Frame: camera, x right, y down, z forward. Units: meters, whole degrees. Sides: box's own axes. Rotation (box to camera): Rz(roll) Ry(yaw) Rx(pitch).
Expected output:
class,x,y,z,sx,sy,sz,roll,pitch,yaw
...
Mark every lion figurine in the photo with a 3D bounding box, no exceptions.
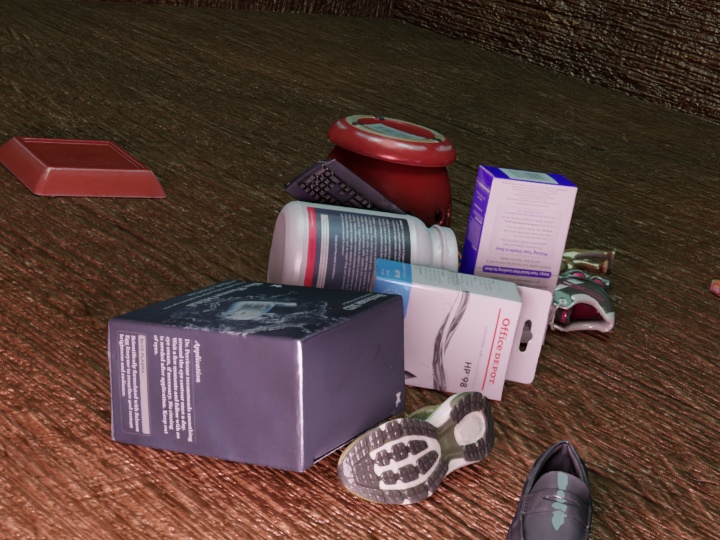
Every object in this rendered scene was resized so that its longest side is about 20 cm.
class,x,y,z,sx,sy,sz,roll,pitch,yaw
lion figurine,0.283,-0.001,1.945,0.122,0.073,0.200,7,2,15

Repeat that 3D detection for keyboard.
class,x,y,z,sx,sy,sz,roll,pitch,yaw
keyboard,-0.015,-0.052,1.678,0.200,0.127,0.021,36,38,-33

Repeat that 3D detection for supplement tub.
class,x,y,z,sx,sy,sz,roll,pitch,yaw
supplement tub,0.000,0.000,1.619,0.198,0.141,0.140,7,18,-12

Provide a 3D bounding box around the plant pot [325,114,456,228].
class,x,y,z,sx,sy,sz,roll,pitch,yaw
plant pot,0.034,-0.107,1.916,0.199,0.184,0.201,11,15,-3

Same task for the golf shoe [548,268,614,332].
class,x,y,z,sx,sy,sz,roll,pitch,yaw
golf shoe,0.227,0.032,1.774,0.198,0.078,0.088,6,25,-13

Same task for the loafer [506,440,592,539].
class,x,y,z,sx,sy,sz,roll,pitch,yaw
loafer,0.161,0.204,1.190,0.068,0.071,0.201,12,17,6

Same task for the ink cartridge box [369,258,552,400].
class,x,y,z,sx,sy,sz,roll,pitch,yaw
ink cartridge box,0.103,0.066,1.514,0.198,0.117,0.067,10,17,-2

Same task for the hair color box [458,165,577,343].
class,x,y,z,sx,sy,sz,roll,pitch,yaw
hair color box,0.180,-0.017,1.682,0.108,0.201,0.065,6,16,-15

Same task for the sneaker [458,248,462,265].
class,x,y,z,sx,sy,sz,roll,pitch,yaw
sneaker,0.079,-0.015,1.799,0.198,0.079,0.076,4,36,-15

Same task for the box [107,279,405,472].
class,x,y,z,sx,sy,sz,roll,pitch,yaw
box,-0.089,0.086,1.267,0.199,0.118,0.196,5,13,27

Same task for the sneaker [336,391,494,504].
class,x,y,z,sx,sy,sz,roll,pitch,yaw
sneaker,0.038,0.167,1.283,0.088,0.077,0.199,-16,-3,42

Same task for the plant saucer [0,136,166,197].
class,x,y,z,sx,sy,sz,roll,pitch,yaw
plant saucer,-0.404,-0.153,2.034,0.198,0.037,0.200,-1,21,-32

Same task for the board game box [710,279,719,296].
class,x,y,z,sx,sy,sz,roll,pitch,yaw
board game box,0.595,0.058,2.004,0.102,0.020,0.200,4,19,-22
